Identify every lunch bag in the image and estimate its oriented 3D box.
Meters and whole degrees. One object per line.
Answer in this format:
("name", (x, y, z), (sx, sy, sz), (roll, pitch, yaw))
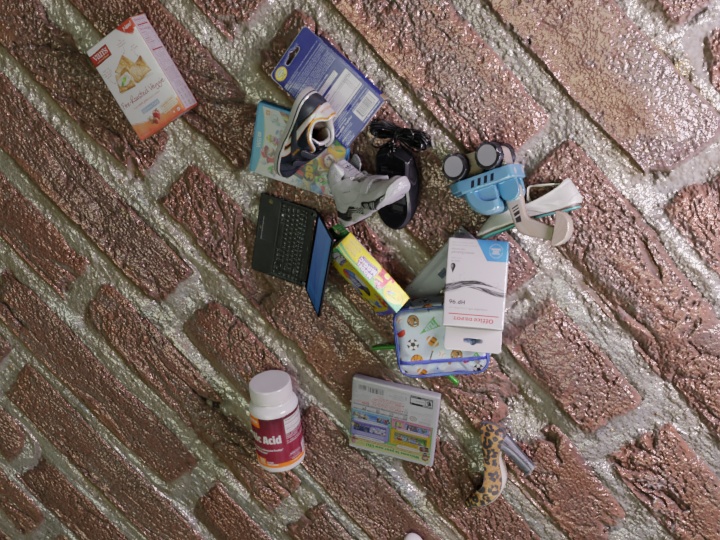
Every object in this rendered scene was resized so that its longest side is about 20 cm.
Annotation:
("lunch bag", (0.165, 0.133, 1.582), (0.195, 0.076, 0.165), (-4, 104, 11))

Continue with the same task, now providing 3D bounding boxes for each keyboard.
("keyboard", (0.157, 0.000, 1.583), (0.056, 0.011, 0.201), (37, 121, -5))

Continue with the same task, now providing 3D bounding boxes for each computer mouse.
("computer mouse", (0.077, -0.176, 1.497), (0.137, 0.052, 0.205), (22, 122, 34))

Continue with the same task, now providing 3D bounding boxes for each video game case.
("video game case", (-0.118, -0.234, 1.569), (0.196, 0.018, 0.146), (19, 119, 11))
("video game case", (0.072, 0.327, 1.757), (0.195, 0.022, 0.186), (11, 117, 14))

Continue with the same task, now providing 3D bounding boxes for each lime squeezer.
("lime squeezer", (0.119, 0.173, 1.668), (0.196, 0.038, 0.071), (21, 150, 9))

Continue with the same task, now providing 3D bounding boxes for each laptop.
("laptop", (-0.141, -0.032, 1.621), (0.196, 0.103, 0.181), (19, 118, 11))

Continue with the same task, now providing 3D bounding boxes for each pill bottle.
("pill bottle", (-0.190, 0.336, 1.803), (0.111, 0.114, 0.205), (2, 115, 19))

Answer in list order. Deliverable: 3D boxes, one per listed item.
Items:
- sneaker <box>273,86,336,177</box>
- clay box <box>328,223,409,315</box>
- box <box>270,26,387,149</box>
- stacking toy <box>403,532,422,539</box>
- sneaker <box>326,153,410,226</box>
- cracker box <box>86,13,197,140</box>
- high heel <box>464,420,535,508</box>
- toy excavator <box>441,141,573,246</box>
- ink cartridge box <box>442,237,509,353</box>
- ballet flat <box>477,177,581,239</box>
("sneaker", (-0.102, -0.234, 1.485), (0.079, 0.078, 0.202), (39, 138, 13))
("clay box", (0.000, 0.000, 1.578), (0.200, 0.048, 0.115), (46, 164, -7))
("box", (-0.059, -0.338, 1.481), (0.200, 0.032, 0.121), (43, 115, 0))
("stacking toy", (0.153, 0.705, 1.860), (0.145, 0.145, 0.203), (-33, 83, 29))
("sneaker", (0.005, -0.161, 1.479), (0.199, 0.074, 0.117), (-24, 92, 53))
("cracker box", (-0.432, -0.381, 1.592), (0.132, 0.058, 0.203), (-25, 103, 27))
("high heel", (0.257, 0.411, 1.707), (0.143, 0.071, 0.200), (46, 118, 3))
("toy excavator", (0.257, -0.126, 1.400), (0.191, 0.099, 0.205), (-16, 89, 28))
("ink cartridge box", (0.213, 0.048, 1.490), (0.113, 0.068, 0.206), (3, 85, 10))
("ballet flat", (0.299, -0.115, 1.452), (0.196, 0.070, 0.071), (-18, 107, 22))
